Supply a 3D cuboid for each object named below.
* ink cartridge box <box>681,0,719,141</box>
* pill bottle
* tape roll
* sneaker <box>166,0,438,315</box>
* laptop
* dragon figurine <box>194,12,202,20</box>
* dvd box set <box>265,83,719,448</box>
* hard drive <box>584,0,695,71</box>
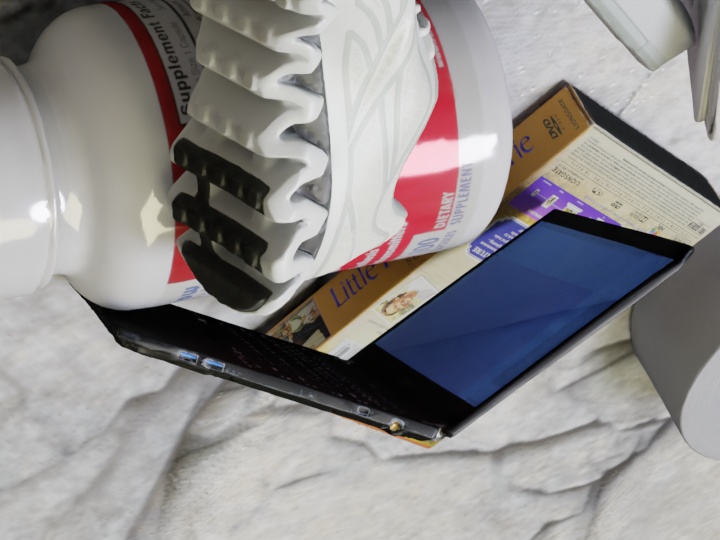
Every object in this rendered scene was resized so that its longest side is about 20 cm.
[{"bbox_3d":[0.215,-0.121,0.769,0.199,0.145,0.084,0,134,3],"label":"ink cartridge box"},{"bbox_3d":[-0.054,-0.048,0.817,0.200,0.112,0.112,-11,145,-23],"label":"pill bottle"},{"bbox_3d":[0.245,0.017,1.175,0.200,0.066,0.200,-18,147,-13],"label":"tape roll"},{"bbox_3d":[-0.011,-0.084,0.716,0.081,0.075,0.200,-16,129,-36],"label":"sneaker"},{"bbox_3d":[0.000,0.000,0.883,0.200,0.177,0.104,18,91,-14],"label":"laptop"},{"bbox_3d":[-0.013,-0.141,0.761,0.200,0.059,0.100,-12,146,-20],"label":"dragon figurine"},{"bbox_3d":[0.064,0.005,1.056,0.200,0.029,0.146,-40,146,19],"label":"dvd box set"},{"bbox_3d":[0.039,-0.157,0.705,0.026,0.132,0.200,-33,148,14],"label":"hard drive"}]
